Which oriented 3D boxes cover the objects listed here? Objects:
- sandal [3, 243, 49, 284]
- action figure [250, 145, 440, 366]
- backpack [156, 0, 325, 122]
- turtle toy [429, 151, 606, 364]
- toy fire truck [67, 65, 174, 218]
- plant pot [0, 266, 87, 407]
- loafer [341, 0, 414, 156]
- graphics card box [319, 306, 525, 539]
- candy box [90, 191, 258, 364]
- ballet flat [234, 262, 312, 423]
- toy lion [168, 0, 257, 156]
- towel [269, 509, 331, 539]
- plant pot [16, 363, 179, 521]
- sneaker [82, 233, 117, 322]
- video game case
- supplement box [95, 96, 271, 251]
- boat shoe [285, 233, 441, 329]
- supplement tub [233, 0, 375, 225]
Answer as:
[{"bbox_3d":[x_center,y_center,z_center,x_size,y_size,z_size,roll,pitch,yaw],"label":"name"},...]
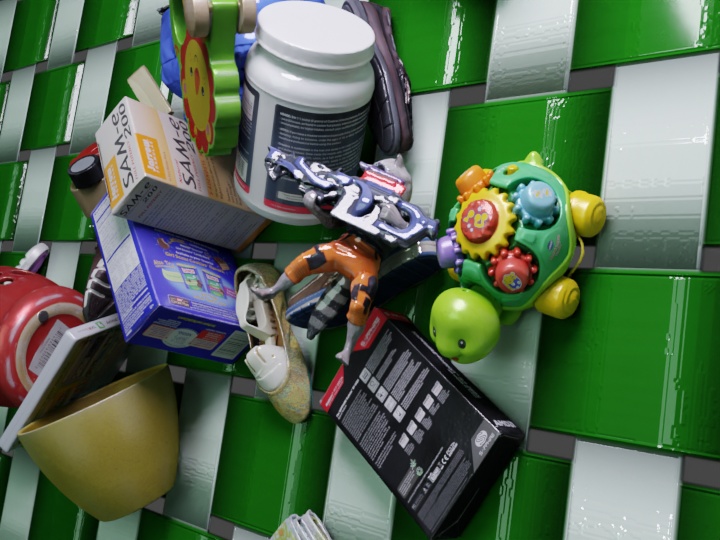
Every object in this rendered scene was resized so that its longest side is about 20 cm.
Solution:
[{"bbox_3d":[-0.574,0.047,1.444,0.049,0.083,0.204,35,106,-3],"label":"sandal"},{"bbox_3d":[-0.022,-0.035,0.847,0.198,0.105,0.195,34,82,23],"label":"action figure"},{"bbox_3d":[-0.127,-0.258,1.032,0.198,0.160,0.172,-15,82,48],"label":"backpack"},{"bbox_3d":[0.124,-0.012,0.783,0.144,0.100,0.204,20,93,43],"label":"turtle toy"},{"bbox_3d":[-0.317,-0.179,1.209,0.173,0.130,0.201,-21,35,2],"label":"toy fire truck"},{"bbox_3d":[-0.487,0.106,1.258,0.180,0.199,0.205,10,86,34],"label":"plant pot"},{"bbox_3d":[0.031,-0.219,0.952,0.072,0.062,0.204,119,138,-57],"label":"loafer"},{"bbox_3d":[0.054,0.145,0.844,0.200,0.050,0.127,43,108,41],"label":"graphics card box"},{"bbox_3d":[-0.227,0.002,1.057,0.077,0.168,0.202,-40,55,23],"label":"candy box"},{"bbox_3d":[-0.109,0.081,1.000,0.070,0.070,0.204,-33,59,31],"label":"ballet flat"},{"bbox_3d":[-0.166,-0.231,0.909,0.194,0.067,0.202,104,147,-43],"label":"toy lion"},{"bbox_3d":[-0.070,0.382,0.903,0.202,0.048,0.172,-56,46,17],"label":"towel"},{"bbox_3d":[-0.307,0.224,1.081,0.197,0.199,0.145,-20,95,37],"label":"plant pot"},{"bbox_3d":[-0.365,-0.022,1.266,0.114,0.075,0.204,13,78,48],"label":"sneaker"},{"bbox_3d":[-0.378,0.140,1.163,0.022,0.182,0.201,40,109,9],"label":"video game case"},{"bbox_3d":[-0.212,-0.113,1.052,0.073,0.198,0.128,-39,56,27],"label":"supplement box"},{"bbox_3d":[0.000,0.000,0.924,0.197,0.072,0.074,-26,58,24],"label":"boat shoe"},{"bbox_3d":[-0.060,-0.165,0.922,0.141,0.138,0.203,49,139,38],"label":"supplement tub"}]
